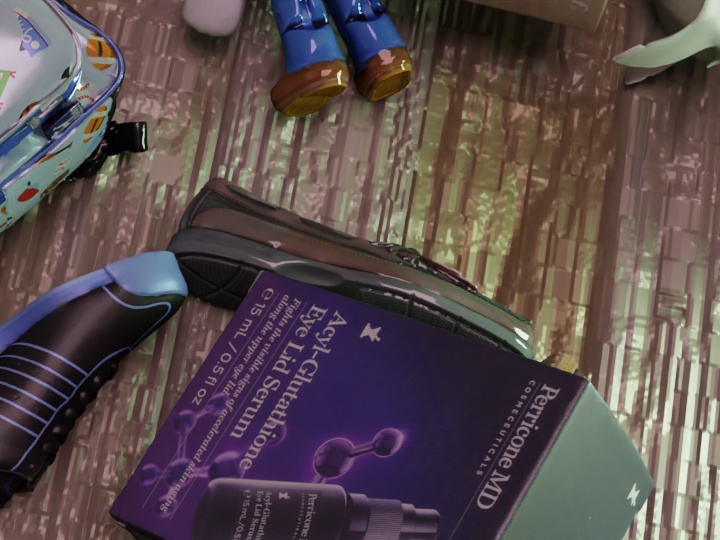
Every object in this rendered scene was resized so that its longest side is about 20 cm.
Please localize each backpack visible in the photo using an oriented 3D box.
[{"bbox_3d":[-0.234,-0.086,1.029,0.200,0.154,0.191,41,78,5],"label":"backpack"}]

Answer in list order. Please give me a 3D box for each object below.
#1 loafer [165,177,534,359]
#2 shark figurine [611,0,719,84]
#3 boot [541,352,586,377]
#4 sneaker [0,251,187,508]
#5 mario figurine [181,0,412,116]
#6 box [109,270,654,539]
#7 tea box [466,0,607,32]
[{"bbox_3d":[0.000,0.000,1.071,0.200,0.072,0.063,17,58,1],"label":"loafer"},{"bbox_3d":[0.178,-0.132,1.135,0.089,0.215,0.128,-37,111,17],"label":"shark figurine"},{"bbox_3d":[0.115,0.160,1.039,0.166,0.072,0.200,33,63,-10],"label":"boot"},{"bbox_3d":[-0.165,0.066,1.021,0.200,0.070,0.078,-30,80,-12],"label":"sneaker"},{"bbox_3d":[-0.039,-0.184,1.146,0.106,0.123,0.200,-23,78,28],"label":"mario figurine"},{"bbox_3d":[0.011,0.106,0.958,0.200,0.104,0.148,16,66,36],"label":"box"},{"bbox_3d":[0.097,-0.274,1.094,0.133,0.200,0.197,13,44,-4],"label":"tea box"}]
